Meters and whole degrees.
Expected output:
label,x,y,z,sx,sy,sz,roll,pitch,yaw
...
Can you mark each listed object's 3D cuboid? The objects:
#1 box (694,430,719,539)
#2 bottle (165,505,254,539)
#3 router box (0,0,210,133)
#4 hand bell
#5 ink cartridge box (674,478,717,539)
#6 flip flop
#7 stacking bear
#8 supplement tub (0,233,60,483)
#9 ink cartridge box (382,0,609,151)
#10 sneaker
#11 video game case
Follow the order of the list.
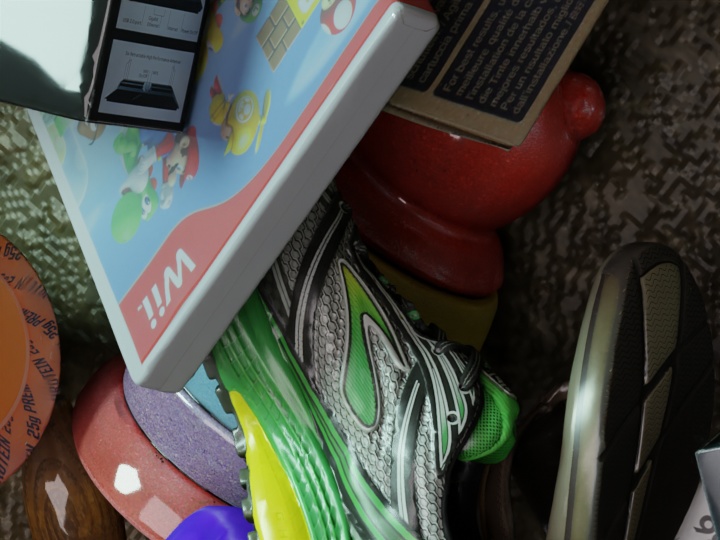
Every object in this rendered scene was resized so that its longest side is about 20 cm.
label,x,y,z,sx,sy,sz,roll,pitch,yaw
box,0.213,0.104,0.862,0.199,0.046,0.159,-15,93,20
bottle,0.012,0.149,0.967,0.200,0.065,0.084,29,103,-29
router box,-0.128,-0.136,0.853,0.200,0.052,0.158,16,96,28
hand bell,-0.084,0.141,1.029,0.104,0.104,0.201,-8,103,25
ink cartridge box,0.154,0.106,0.950,0.200,0.067,0.117,-32,86,25
flip flop,0.060,0.087,0.914,0.057,0.081,0.201,21,110,28
stacking bear,0.000,0.000,0.980,0.121,0.114,0.200,39,108,12
supplement tub,-0.196,0.031,1.021,0.200,0.122,0.123,-3,100,53
ink cartridge box,0.018,-0.160,0.876,0.165,0.075,0.200,-59,40,21
sneaker,0.003,0.029,0.883,0.085,0.078,0.201,-17,81,11
video game case,-0.053,-0.083,0.869,0.143,0.017,0.200,-54,42,28
